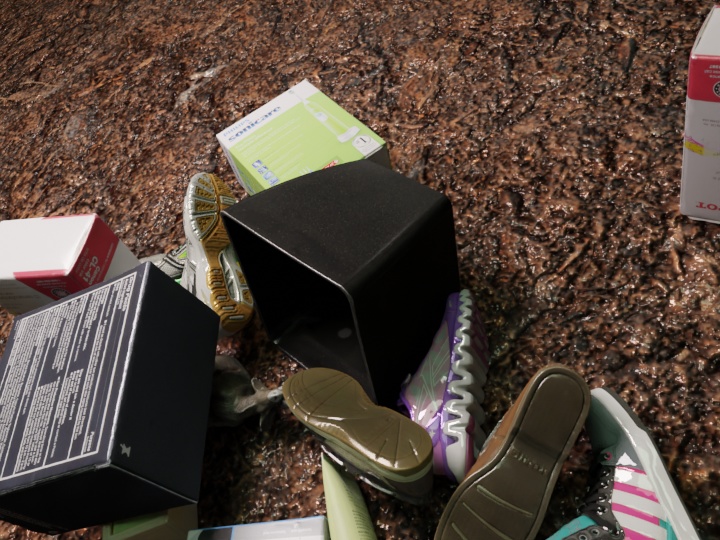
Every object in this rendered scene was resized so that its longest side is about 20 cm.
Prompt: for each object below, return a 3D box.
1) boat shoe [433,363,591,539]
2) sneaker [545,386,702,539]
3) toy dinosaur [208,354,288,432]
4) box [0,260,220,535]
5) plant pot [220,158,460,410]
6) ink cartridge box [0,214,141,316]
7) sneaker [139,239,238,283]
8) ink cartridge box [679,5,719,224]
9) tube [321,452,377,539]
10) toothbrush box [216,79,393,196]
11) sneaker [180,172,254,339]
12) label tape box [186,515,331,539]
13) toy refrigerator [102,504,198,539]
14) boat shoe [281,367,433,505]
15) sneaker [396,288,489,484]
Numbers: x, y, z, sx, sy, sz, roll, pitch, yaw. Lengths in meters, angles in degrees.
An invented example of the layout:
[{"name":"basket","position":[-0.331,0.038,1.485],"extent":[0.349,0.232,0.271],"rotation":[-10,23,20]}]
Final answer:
[{"name":"boat shoe","position":[0.133,0.173,0.582],"extent":[0.071,0.068,0.202],"rotation":[35,93,12]},{"name":"sneaker","position":[0.191,0.199,0.555],"extent":[0.118,0.085,0.203],"rotation":[-15,50,-1]},{"name":"toy dinosaur","position":[-0.155,0.132,0.761],"extent":[0.198,0.100,0.079],"rotation":[23,109,48]},{"name":"box","position":[-0.254,0.130,0.669],"extent":[0.194,0.123,0.204],"rotation":[-19,51,24]},{"name":"plant pot","position":[0.000,0.000,0.725],"extent":[0.177,0.202,0.198],"rotation":[-39,48,-24]},{"name":"ink cartridge box","position":[-0.326,0.031,0.811],"extent":[0.144,0.202,0.087],"rotation":[-4,52,20]},{"name":"sneaker","position":[-0.205,-0.033,0.889],"extent":[0.195,0.087,0.079],"rotation":[-19,27,6]},{"name":"ink cartridge box","position":[0.392,-0.137,0.650],"extent":[0.145,0.202,0.087],"rotation":[16,59,32]},{"name":"tube","position":[0.001,0.264,0.594],"extent":[0.051,0.059,0.203],"rotation":[1,50,-22]},{"name":"toothbrush box","position":[-0.068,-0.133,0.852],"extent":[0.144,0.087,0.200],"rotation":[-35,50,-13]},{"name":"sneaker","position":[-0.186,-0.015,0.804],"extent":[0.087,0.074,0.205],"rotation":[-31,60,40]},{"name":"label tape box","position":[-0.090,0.326,0.582],"extent":[0.140,0.067,0.204],"rotation":[-11,49,15]},{"name":"toy refrigerator","position":[-0.228,0.196,0.739],"extent":[0.074,0.071,0.203],"rotation":[-21,48,6]},{"name":"boat shoe","position":[-0.007,0.153,0.635],"extent":[0.071,0.068,0.199],"rotation":[-26,29,-31]},{"name":"sneaker","position":[0.079,0.110,0.676],"extent":[0.086,0.081,0.204],"rotation":[-8,52,26]}]
